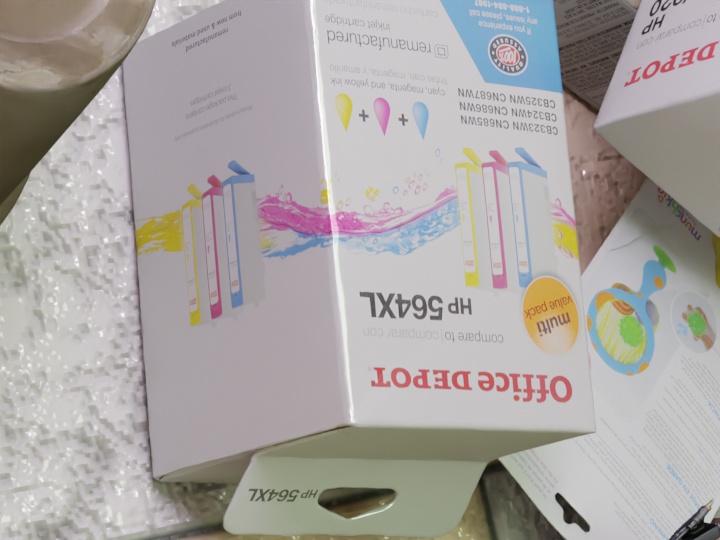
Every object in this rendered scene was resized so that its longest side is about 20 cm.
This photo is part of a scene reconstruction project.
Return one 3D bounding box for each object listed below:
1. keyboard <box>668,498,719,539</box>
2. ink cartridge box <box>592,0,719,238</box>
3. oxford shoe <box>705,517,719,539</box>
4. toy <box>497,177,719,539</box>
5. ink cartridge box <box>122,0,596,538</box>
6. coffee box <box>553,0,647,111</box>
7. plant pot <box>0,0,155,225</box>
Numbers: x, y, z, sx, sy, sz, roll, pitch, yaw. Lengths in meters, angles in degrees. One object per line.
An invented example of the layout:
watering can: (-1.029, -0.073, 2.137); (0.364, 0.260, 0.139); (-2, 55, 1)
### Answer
keyboard: (0.097, 0.163, 1.181); (0.021, 0.127, 0.200); (36, 47, 26)
ink cartridge box: (0.218, -0.112, 1.226); (0.145, 0.147, 0.200); (36, 61, -26)
oxford shoe: (0.202, 0.128, 1.319); (0.200, 0.071, 0.073); (8, 40, -31)
toy: (0.121, 0.045, 1.274); (0.115, 0.047, 0.200); (49, 55, -15)
ink cartridge box: (0.000, 0.000, 1.136); (0.128, 0.125, 0.200); (3, 75, -39)
coffee box: (0.136, -0.130, 1.312); (0.200, 0.080, 0.113); (33, 60, -28)
plant pot: (-0.162, -0.093, 0.999); (0.200, 0.173, 0.200); (11, 72, -37)
